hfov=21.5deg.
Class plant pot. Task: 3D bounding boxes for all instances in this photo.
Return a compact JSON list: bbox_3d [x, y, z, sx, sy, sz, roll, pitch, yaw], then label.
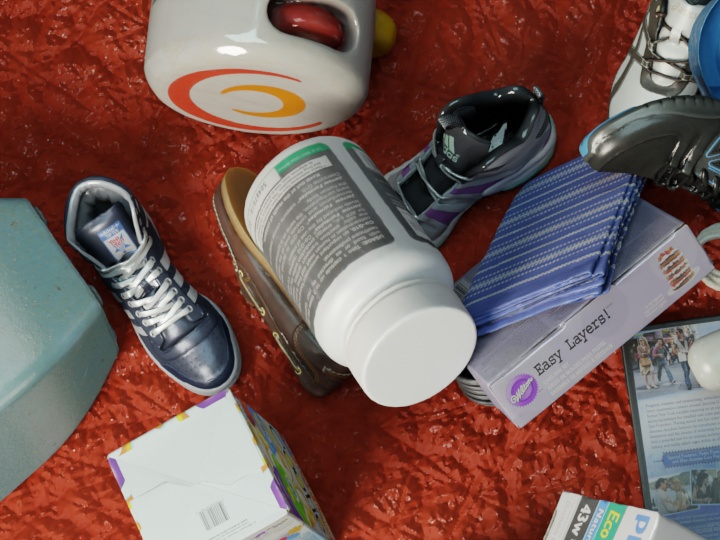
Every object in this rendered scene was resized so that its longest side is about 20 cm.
[{"bbox_3d":[-0.306,0.056,1.497,0.199,0.197,0.196,-35,73,-12],"label":"plant pot"}]

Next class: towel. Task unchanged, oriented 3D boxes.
[{"bbox_3d":[0.153,-0.027,1.440,0.144,0.024,0.201,-23,24,37],"label":"towel"}]

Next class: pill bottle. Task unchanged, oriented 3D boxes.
[{"bbox_3d":[0.000,0.000,1.417,0.113,0.113,0.200,-33,49,-1],"label":"pill bottle"}]

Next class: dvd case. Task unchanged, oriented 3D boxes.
[{"bbox_3d":[0.284,0.133,1.470,0.141,0.018,0.202,-8,75,7],"label":"dvd case"}]

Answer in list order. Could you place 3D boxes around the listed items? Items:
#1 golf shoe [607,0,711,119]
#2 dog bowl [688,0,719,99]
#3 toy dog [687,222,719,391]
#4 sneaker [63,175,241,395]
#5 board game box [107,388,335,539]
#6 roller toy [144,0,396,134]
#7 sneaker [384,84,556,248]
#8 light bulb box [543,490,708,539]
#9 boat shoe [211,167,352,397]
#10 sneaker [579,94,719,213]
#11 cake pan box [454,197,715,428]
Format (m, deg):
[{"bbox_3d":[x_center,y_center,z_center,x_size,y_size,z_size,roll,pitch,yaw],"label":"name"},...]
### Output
[{"bbox_3d":[0.248,-0.177,1.520,0.077,0.095,0.202,17,80,11],"label":"golf shoe"},{"bbox_3d":[0.325,-0.134,1.475,0.111,0.050,0.201,-30,105,-6],"label":"dog bowl"},{"bbox_3d":[0.344,0.029,1.447,0.198,0.096,0.133,-5,82,4],"label":"toy dog"},{"bbox_3d":[-0.172,0.010,1.524,0.070,0.109,0.201,-35,73,-1],"label":"sneaker"},{"bbox_3d":[-0.099,0.174,1.420,0.104,0.200,0.104,-28,73,1],"label":"board game box"},{"bbox_3d":[-0.077,-0.203,1.528,0.198,0.183,0.141,2,74,9],"label":"roller toy"},{"bbox_3d":[0.064,-0.085,1.496,0.199,0.140,0.078,-38,73,-3],"label":"sneaker"},{"bbox_3d":[0.210,0.289,1.335,0.199,0.125,0.200,30,78,-24],"label":"light bulb box"},{"bbox_3d":[-0.068,0.010,1.530,0.070,0.070,0.201,-50,61,36],"label":"boat shoe"},{"bbox_3d":[0.260,-0.081,1.394,0.198,0.073,0.083,-3,75,-12],"label":"sneaker"},{"bbox_3d":[0.148,0.019,1.442,0.200,0.184,0.052,-39,110,-4],"label":"cake pan box"}]
